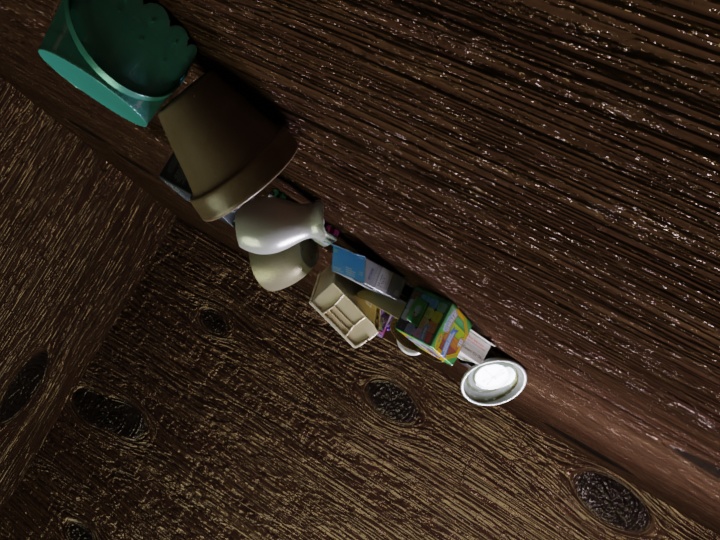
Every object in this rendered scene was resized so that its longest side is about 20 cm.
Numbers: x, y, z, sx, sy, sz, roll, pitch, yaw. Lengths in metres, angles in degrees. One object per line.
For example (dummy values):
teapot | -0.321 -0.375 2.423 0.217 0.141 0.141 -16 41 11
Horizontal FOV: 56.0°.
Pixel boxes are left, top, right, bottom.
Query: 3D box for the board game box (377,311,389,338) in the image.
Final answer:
board game box | 0.084 0.149 2.173 0.032 0.122 0.200 28 172 6

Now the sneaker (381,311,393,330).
sneaker | 0.093 0.157 2.317 0.197 0.085 0.081 27 171 34

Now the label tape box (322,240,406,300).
label tape box | 0.000 0.000 1.711 0.197 0.068 0.142 25 177 -41

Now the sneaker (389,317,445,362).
sneaker | 0.175 0.197 1.881 0.198 0.069 0.089 30 -173 32

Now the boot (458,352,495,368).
boot | 0.429 0.323 2.128 0.197 0.070 0.186 30 162 -31

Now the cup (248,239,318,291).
cup | -0.201 -0.052 1.906 0.140 0.206 0.200 -7 152 29

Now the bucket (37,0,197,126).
bucket | -0.353 -0.319 0.984 0.203 0.137 0.207 29 173 4

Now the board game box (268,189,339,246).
board game box | -0.153 -0.132 1.731 0.197 0.026 0.200 34 171 -9

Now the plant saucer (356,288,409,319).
plant saucer | 0.114 0.099 1.895 0.197 0.050 0.198 29 -175 31

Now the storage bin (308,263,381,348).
storage bin | -0.035 0.088 1.923 0.199 0.093 0.201 46 -162 -13

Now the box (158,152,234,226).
box | -0.421 -0.230 1.846 0.197 0.109 0.149 29 171 20

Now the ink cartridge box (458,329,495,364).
ink cartridge box | 0.292 0.206 1.924 0.115 0.069 0.200 33 171 -8

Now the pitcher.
pitcher | -0.175 -0.103 1.517 0.193 0.126 0.172 -6 180 -2

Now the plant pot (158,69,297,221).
plant pot | -0.224 -0.209 1.070 0.176 0.200 0.199 52 164 -22

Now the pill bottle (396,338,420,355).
pill bottle | 0.175 0.192 2.060 0.102 0.107 0.200 28 -172 12

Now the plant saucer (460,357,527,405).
plant saucer | 0.385 0.312 1.975 0.198 0.199 0.051 35 -150 -29

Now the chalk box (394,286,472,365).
chalk box | 0.180 0.133 1.714 0.122 0.127 0.200 24 171 37
